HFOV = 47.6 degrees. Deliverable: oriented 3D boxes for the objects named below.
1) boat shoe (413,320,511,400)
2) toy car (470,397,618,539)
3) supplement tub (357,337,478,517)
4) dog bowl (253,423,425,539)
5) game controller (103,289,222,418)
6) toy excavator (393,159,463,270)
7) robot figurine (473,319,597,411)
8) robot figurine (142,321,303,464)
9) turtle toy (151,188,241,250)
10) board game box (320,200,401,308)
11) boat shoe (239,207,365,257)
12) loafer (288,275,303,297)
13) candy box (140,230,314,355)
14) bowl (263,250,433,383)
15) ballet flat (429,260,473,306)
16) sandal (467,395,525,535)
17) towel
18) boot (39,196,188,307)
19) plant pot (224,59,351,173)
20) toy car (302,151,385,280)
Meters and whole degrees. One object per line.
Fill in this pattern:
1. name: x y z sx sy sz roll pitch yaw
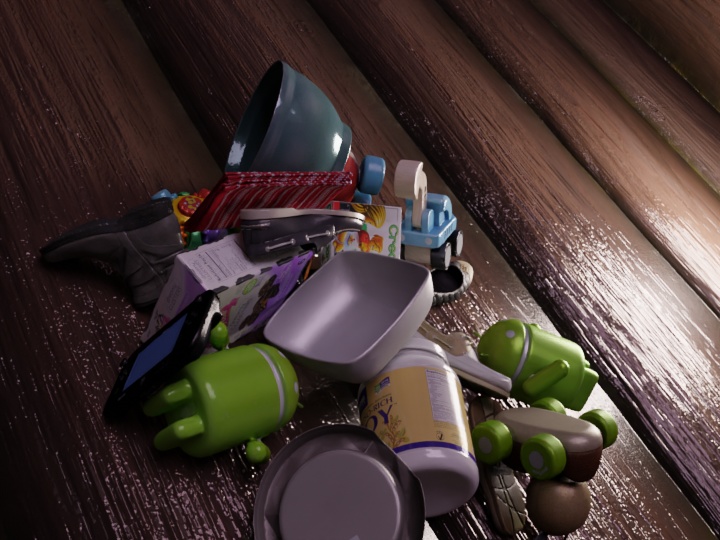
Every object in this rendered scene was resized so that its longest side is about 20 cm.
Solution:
1. boat shoe: 0.139 0.125 1.206 0.198 0.075 0.069 23 74 28
2. toy car: 0.250 0.295 1.104 0.163 0.203 0.157 -9 11 -43
3. supplement tub: 0.071 0.206 1.081 0.144 0.146 0.202 14 42 -21
4. dog bowl: -0.020 0.281 0.933 0.197 0.059 0.203 -4 68 10
5. game controller: -0.233 0.100 0.952 0.042 0.199 0.105 43 35 -15
6. toy excavator: 0.100 -0.100 1.350 0.099 0.203 0.194 8 24 22
7. robot figurine: 0.269 0.150 1.282 0.198 0.117 0.176 22 17 -10
8. robot figurine: -0.160 0.156 1.000 0.198 0.115 0.177 -11 72 -42
9. turtle toy: -0.228 -0.061 1.181 0.198 0.102 0.147 -4 50 -26
10. board game box: 0.000 0.000 1.241 0.125 0.034 0.203 2 90 -32
11. boat shoe: -0.074 -0.050 1.071 0.198 0.064 0.072 -3 5 -44
12. loafer: -0.148 -0.031 1.255 0.070 0.068 0.201 31 20 -54
13. candy box: -0.174 0.029 1.082 0.072 0.168 0.199 46 40 15
14. bowl: -0.009 0.069 1.108 0.198 0.075 0.200 12 47 44
15. ballet flat: 0.134 0.021 1.386 0.199 0.057 0.067 -22 63 -45
16. sandal: 0.182 0.276 1.160 0.080 0.054 0.202 14 56 -38
17. towel: -0.122 -0.089 1.085 0.198 0.144 0.023 -6 71 -36
18. boot: -0.318 -0.007 1.087 0.068 0.197 0.132 -85 157 -74
19. plant pot: -0.095 -0.176 1.161 0.133 0.201 0.202 21 40 -22
20. toy car: -0.067 -0.082 1.286 0.182 0.178 0.202 10 55 -10
